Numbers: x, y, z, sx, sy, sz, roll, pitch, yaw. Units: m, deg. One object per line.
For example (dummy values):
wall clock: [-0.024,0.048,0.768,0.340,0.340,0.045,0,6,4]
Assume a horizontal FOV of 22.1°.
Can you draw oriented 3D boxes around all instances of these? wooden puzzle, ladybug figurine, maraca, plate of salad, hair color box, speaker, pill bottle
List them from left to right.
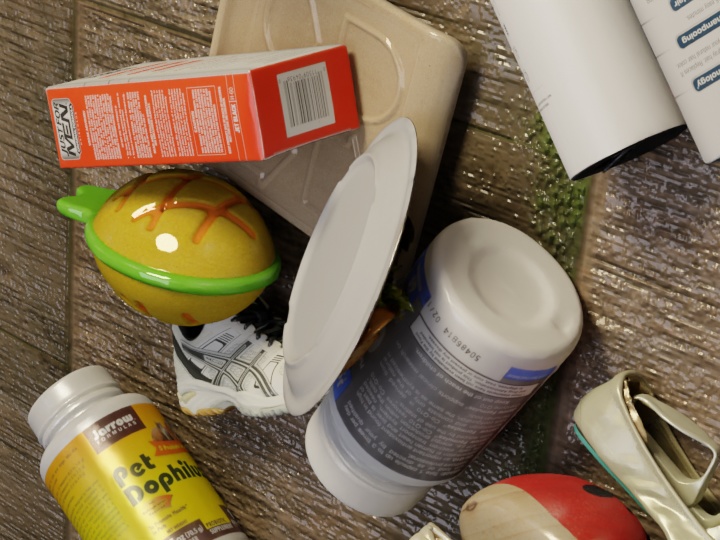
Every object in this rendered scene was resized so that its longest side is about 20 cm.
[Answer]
pill bottle: [-0.182,0.176,1.475,0.200,0.109,0.110,51,132,20]
maraca: [-0.140,-0.025,1.347,0.200,0.136,0.108,34,118,48]
hair color box: [-0.109,-0.111,1.255,0.199,0.101,0.062,2,106,41]
wooden puzzle: [-0.020,-0.116,1.276,0.199,0.046,0.187,32,123,29]
plate of salad: [0.000,0.000,1.172,0.200,0.048,0.202,-159,90,-77]
pill bottle: [0.048,0.069,1.211,0.114,0.113,0.200,53,132,19]
speaker: [0.121,-0.157,1.095,0.081,0.081,0.201,-30,81,45]
ladybug figurine: [0.129,0.180,1.156,0.136,0.072,0.200,48,165,-1]
hair color box: [0.201,-0.173,1.024,0.100,0.060,0.201,-30,80,45]

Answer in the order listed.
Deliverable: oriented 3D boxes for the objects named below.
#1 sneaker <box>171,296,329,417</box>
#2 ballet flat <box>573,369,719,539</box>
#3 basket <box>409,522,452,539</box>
sneaker: [-0.076,0.058,1.358,0.199,0.075,0.088,-7,98,45]
ballet flat: [0.205,0.143,1.119,0.200,0.069,0.070,52,132,21]
basket: [0.071,0.280,1.188,0.200,0.123,0.136,42,164,23]
